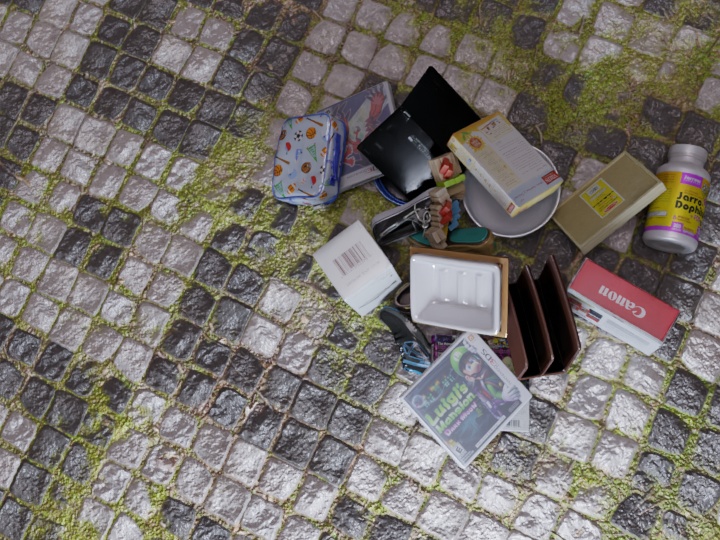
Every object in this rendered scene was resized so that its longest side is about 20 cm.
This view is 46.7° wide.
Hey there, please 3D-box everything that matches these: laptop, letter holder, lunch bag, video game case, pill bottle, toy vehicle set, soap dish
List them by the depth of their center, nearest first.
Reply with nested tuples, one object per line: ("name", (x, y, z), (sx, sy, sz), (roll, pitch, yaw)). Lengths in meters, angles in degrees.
("letter holder", (0.336, 0.087, 1.590), (0.100, 0.142, 0.201), (-8, 65, -6))
("video game case", (0.202, 0.241, 1.590), (0.200, 0.023, 0.182), (-42, 90, -16))
("soap dish", (0.194, 0.035, 1.596), (0.199, 0.081, 0.158), (8, 111, 28))
("video game case", (0.234, 0.221, 1.631), (0.199, 0.036, 0.183), (4, 79, -11))
("pill bottle", (0.623, -0.141, 1.633), (0.104, 0.104, 0.201), (13, 81, 12))
("toy vehicle set", (0.484, -0.136, 1.650), (0.200, 0.027, 0.124), (-40, 43, 10))
("laptop", (0.132, -0.271, 1.708), (0.187, 0.116, 0.200), (43, 116, -16))
("lunch bag", (-0.105, -0.231, 1.774), (0.159, 0.075, 0.201), (1, 81, 34))
("video game case", (0.000, -0.283, 1.783), (0.181, 0.023, 0.201), (-19, 70, 22))

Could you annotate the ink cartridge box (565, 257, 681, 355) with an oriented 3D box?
("ink cartridge box", (0.490, 0.067, 1.578), (0.199, 0.176, 0.084), (31, 85, 14))

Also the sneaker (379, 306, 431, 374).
("sneaker", (0.102, 0.157, 1.682), (0.082, 0.073, 0.200), (-44, 75, -2))

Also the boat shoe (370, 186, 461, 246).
("boat shoe", (0.117, -0.107, 1.696), (0.198, 0.074, 0.068), (-19, 50, 6))

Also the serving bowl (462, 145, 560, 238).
("serving bowl", (0.309, -0.159, 1.712), (0.199, 0.066, 0.201), (-2, 78, 10))

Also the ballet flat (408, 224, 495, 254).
("ballet flat", (0.186, -0.058, 1.710), (0.199, 0.063, 0.069), (10, 61, 38))

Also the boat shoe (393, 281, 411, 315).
("boat shoe", (0.158, 0.027, 1.705), (0.199, 0.060, 0.072), (-28, 76, 4))

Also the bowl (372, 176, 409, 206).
("bowl", (0.120, -0.227, 1.774), (0.199, 0.039, 0.202), (-2, 78, 10))

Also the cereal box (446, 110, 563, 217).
("cereal box", (0.285, -0.212, 1.640), (0.143, 0.040, 0.200), (-29, 72, -32))

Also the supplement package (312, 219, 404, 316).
("supplement package", (0.000, 0.000, 1.666), (0.117, 0.200, 0.118), (-37, 75, 1))

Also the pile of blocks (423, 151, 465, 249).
("pile of blocks", (0.176, -0.135, 1.639), (0.082, 0.062, 0.201), (1, 96, -16))
